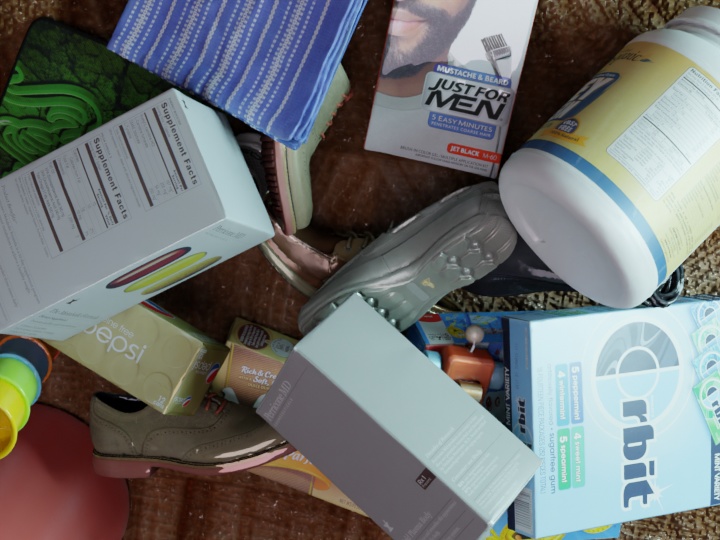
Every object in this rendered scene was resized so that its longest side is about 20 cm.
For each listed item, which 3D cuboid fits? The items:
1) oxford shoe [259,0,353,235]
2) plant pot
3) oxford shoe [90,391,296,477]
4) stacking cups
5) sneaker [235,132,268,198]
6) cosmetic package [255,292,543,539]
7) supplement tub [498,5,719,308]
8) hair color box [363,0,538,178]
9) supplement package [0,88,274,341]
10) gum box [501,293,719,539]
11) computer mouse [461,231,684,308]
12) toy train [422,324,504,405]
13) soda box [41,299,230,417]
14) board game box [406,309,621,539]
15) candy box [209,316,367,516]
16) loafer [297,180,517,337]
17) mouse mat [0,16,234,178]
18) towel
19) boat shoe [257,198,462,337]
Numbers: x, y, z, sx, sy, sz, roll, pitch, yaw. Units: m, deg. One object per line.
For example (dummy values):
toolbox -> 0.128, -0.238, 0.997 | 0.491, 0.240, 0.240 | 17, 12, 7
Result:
oxford shoe -> -0.040, -0.128, 1.301 | 0.075, 0.070, 0.201 | -2, 99, -14
plant pot -> -0.321, 0.242, 1.461 | 0.200, 0.177, 0.201 | 3, 113, 7
oxford shoe -> -0.136, 0.127, 1.378 | 0.199, 0.070, 0.075 | -7, 102, 10
stacking cups -> -0.289, 0.088, 1.376 | 0.060, 0.200, 0.061 | 2, 111, 4
sneaker -> -0.160, -0.050, 1.359 | 0.199, 0.087, 0.074 | -20, 109, 16
cosmetic package -> 0.027, 0.126, 1.260 | 0.200, 0.090, 0.107 | 38, 140, 8
supplement tub -> 0.216, -0.086, 1.223 | 0.200, 0.145, 0.145 | -44, 105, -15
hair color box -> 0.076, -0.183, 1.283 | 0.111, 0.064, 0.201 | 12, 113, 3
supplement package -> -0.187, -0.038, 1.255 | 0.200, 0.114, 0.110 | -26, 78, 13
gum box -> 0.209, 0.112, 1.308 | 0.199, 0.045, 0.170 | -5, 96, -28
computer mouse -> 0.154, -0.033, 1.315 | 0.199, 0.139, 0.053 | -6, 155, 20
toy train -> 0.131, 0.132, 1.320 | 0.199, 0.056, 0.151 | 13, 111, -19
soda box -> -0.211, 0.043, 1.347 | 0.200, 0.064, 0.068 | 29, 92, 18
board game box -> 0.131, 0.134, 1.384 | 0.195, 0.056, 0.201 | -2, 115, -13
candy box -> -0.038, 0.133, 1.440 | 0.200, 0.055, 0.116 | 21, 113, -2
loafer -> 0.036, -0.003, 1.306 | 0.200, 0.070, 0.070 | -28, 129, 21
mouse mat -> -0.211, -0.101, 1.329 | 0.200, 0.008, 0.161 | 23, 93, 17
towel -> -0.095, -0.195, 1.263 | 0.200, 0.024, 0.145 | 29, 101, 24
boat shoe -> 0.000, 0.000, 1.374 | 0.200, 0.076, 0.074 | 36, 108, -17
